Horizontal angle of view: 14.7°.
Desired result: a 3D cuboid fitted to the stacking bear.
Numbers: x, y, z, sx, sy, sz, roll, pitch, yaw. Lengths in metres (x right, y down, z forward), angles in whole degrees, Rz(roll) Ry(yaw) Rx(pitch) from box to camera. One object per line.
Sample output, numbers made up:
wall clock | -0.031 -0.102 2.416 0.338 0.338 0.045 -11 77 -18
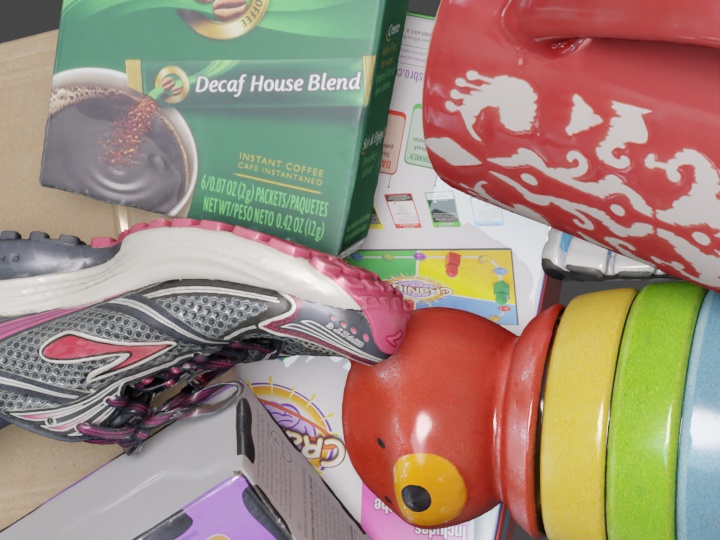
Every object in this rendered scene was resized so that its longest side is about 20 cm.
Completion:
stacking bear | 0.090 0.057 0.975 0.199 0.114 0.122 5 134 14

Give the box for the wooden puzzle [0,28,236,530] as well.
wooden puzzle | -0.141 0.008 1.083 0.199 0.037 0.186 -9 85 25

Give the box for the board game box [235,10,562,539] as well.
board game box | 0.000 0.000 1.062 0.152 0.040 0.201 13 96 13

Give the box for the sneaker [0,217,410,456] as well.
sneaker | -0.074 0.027 0.980 0.199 0.081 0.075 -4 75 28

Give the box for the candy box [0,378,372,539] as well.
candy box | -0.053 0.168 1.028 0.167 0.072 0.200 -32 114 13

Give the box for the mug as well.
mug | 0.128 -0.066 0.892 0.199 0.178 0.134 19 54 26

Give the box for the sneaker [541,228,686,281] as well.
sneaker | 0.164 -0.039 0.994 0.198 0.075 0.087 1 87 2

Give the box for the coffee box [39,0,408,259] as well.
coffee box | -0.042 -0.116 0.985 0.122 0.044 0.201 15 105 14
